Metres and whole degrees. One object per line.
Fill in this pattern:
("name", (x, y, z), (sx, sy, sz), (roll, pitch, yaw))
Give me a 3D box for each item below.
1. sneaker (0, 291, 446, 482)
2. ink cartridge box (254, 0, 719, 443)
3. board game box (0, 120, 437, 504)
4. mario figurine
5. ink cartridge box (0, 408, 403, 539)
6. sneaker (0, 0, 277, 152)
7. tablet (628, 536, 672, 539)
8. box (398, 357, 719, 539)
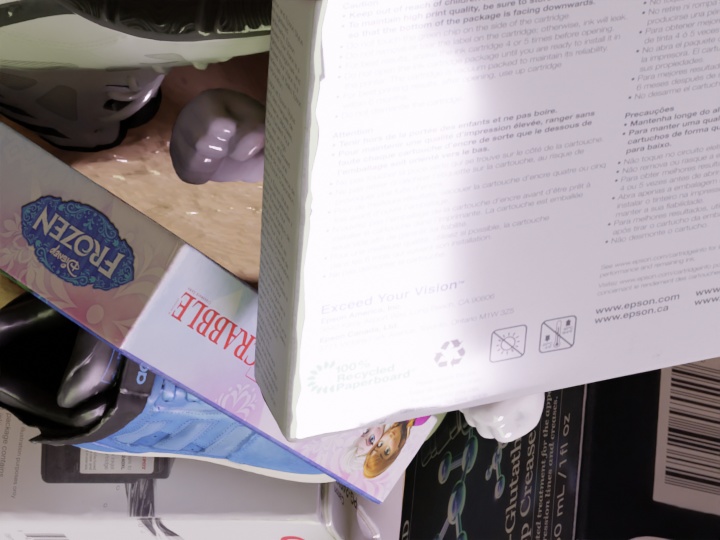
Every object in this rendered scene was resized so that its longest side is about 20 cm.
("sneaker", (-0.068, 0.042, 1.160), (0.200, 0.077, 0.111), (1, 167, 27))
("ink cartridge box", (0.068, -0.053, 0.814), (0.196, 0.043, 0.200), (-10, 127, -20))
("board game box", (-0.094, -0.007, 0.948), (0.199, 0.041, 0.200), (32, 177, 31))
("mario figurine", (0.000, 0.000, 0.935), (0.123, 0.106, 0.200), (-1, 163, 2))
("ink cartridge box", (-0.089, 0.104, 1.305), (0.200, 0.084, 0.145), (-1, 156, 15))
("sneaker", (-0.065, -0.087, 0.870), (0.200, 0.076, 0.115), (4, 162, 27))
("tablet", (0.131, 0.142, 1.056), (0.130, 0.014, 0.200), (10, 156, -11))
("box", (0.098, 0.093, 1.155), (0.107, 0.149, 0.200), (13, 156, -16))
